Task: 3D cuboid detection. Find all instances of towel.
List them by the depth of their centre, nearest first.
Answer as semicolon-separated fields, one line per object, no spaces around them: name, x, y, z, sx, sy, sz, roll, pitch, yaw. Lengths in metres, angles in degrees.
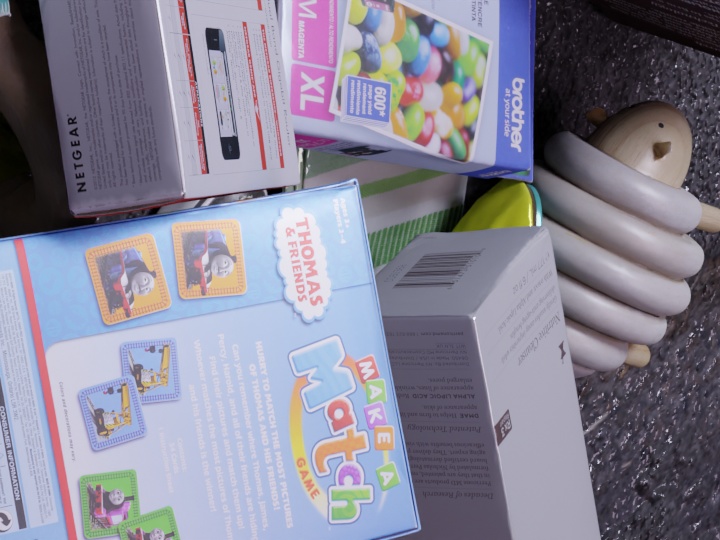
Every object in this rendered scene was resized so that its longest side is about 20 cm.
towel;0.000;0.000;1.185;0.152;0.023;0.201;-17;122;-47

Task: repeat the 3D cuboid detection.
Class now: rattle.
rattle;-0.124;-0.107;0.916;0.143;0.130;0.200;-23;140;-20

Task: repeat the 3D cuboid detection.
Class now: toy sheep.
toy sheep;0.129;-0.005;1.263;0.138;0.138;0.200;17;100;-49

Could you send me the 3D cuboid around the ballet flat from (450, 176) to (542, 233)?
ballet flat;0.047;0.045;1.206;0.067;0.067;0.201;4;110;-24

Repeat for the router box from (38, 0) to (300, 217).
router box;-0.083;-0.126;0.925;0.179;0.049;0.201;-14;96;-77

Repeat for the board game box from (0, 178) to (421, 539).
board game box;-0.078;0.052;0.893;0.200;0.037;0.152;-10;90;-30

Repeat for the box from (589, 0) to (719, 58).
box;0.202;-0.212;1.193;0.200;0.164;0.166;23;91;-61

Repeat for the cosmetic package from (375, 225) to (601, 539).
cosmetic package;0.059;0.091;1.128;0.113;0.081;0.201;-46;127;-54

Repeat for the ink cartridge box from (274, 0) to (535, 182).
ink cartridge box;0.026;-0.113;1.119;0.200;0.042;0.120;8;80;-41

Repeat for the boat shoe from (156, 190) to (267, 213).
boat shoe;-0.081;0.045;1.100;0.071;0.064;0.201;19;91;-49
